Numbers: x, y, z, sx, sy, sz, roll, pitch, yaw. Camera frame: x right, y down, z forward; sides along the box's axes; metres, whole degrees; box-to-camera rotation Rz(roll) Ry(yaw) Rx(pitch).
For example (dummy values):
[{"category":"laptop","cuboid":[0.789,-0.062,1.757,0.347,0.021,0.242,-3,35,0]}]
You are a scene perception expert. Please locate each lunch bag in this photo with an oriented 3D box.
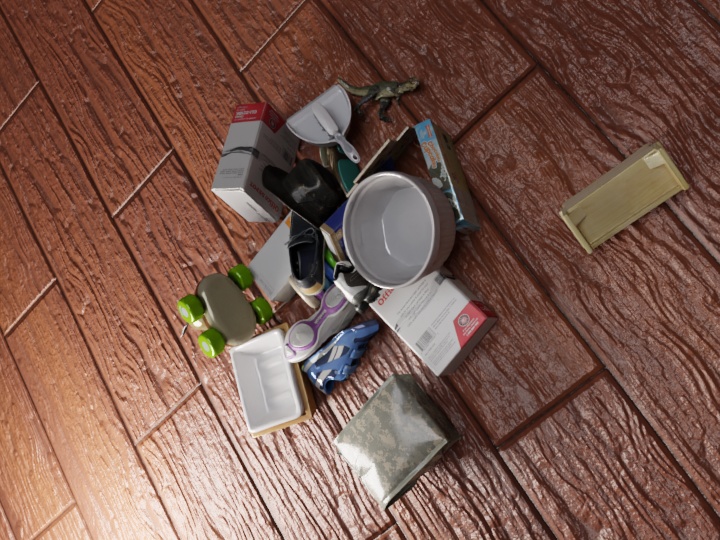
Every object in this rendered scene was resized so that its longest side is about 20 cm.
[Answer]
[{"category":"lunch bag","cuboid":[0.062,0.322,1.309,0.200,0.117,0.164,-46,69,11]}]

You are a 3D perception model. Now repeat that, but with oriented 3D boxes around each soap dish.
[{"category":"soap dish","cuboid":[-0.181,0.230,1.460,0.156,0.081,0.203,-23,76,24]}]

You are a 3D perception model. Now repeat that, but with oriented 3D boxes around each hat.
[{"category":"hat","cuboid":[-0.093,-0.164,1.365,0.201,0.199,0.081,48,116,22]}]

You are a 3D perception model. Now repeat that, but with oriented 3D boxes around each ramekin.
[{"category":"ramekin","cuboid":[0.076,-0.074,1.230,0.198,0.104,0.204,7,102,38]}]

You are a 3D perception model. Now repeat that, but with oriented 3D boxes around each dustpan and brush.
[{"category":"dustpan and brush","cuboid":[-0.054,-0.280,1.392,0.139,0.057,0.201,-35,72,-1]}]

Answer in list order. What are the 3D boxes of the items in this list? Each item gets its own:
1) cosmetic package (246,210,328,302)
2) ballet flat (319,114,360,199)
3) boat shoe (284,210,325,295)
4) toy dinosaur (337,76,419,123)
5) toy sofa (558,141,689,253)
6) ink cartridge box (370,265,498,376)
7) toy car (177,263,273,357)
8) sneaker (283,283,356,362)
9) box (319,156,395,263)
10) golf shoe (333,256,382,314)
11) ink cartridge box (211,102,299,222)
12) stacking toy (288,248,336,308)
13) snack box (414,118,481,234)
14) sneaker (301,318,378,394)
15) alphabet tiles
[{"category":"cosmetic package","cuboid":[-0.140,-0.041,1.469,0.102,0.071,0.201,46,106,22]},{"category":"ballet flat","cuboid":[-0.050,-0.224,1.449,0.072,0.067,0.203,-30,72,42]},{"category":"boat shoe","cuboid":[-0.109,-0.052,1.366,0.073,0.062,0.203,-16,63,18]},{"category":"toy dinosaur","cuboid":[0.031,-0.354,1.425,0.197,0.047,0.090,8,75,28]},{"category":"toy sofa","cuboid":[0.443,-0.124,1.184,0.199,0.098,0.083,-37,95,19]},{"category":"ink cartridge box","cuboid":[0.135,0.075,1.311,0.200,0.083,0.145,45,106,23]},{"category":"toy car","cuboid":[-0.315,0.100,1.486,0.199,0.164,0.159,-27,95,52]},{"category":"sneaker","cuboid":[-0.069,0.115,1.395,0.200,0.099,0.075,-45,57,6]},{"category":"box","cuboid":[0.013,-0.111,1.329,0.032,0.122,0.200,34,73,28]},{"category":"golf shoe","cuboid":[0.000,0.000,1.322,0.094,0.200,0.078,36,109,-7]},{"category":"ink cartridge box","cuboid":[-0.214,-0.220,1.445,0.082,0.144,0.203,1,67,27]},{"category":"stacking toy","cuboid":[-0.049,-0.020,1.412,0.200,0.085,0.086,-43,68,0]},{"category":"snack box","cuboid":[0.164,-0.173,1.301,0.037,0.116,0.203,-22,76,23]},{"category":"sneaker","cuboid":[-0.028,0.171,1.396,0.200,0.074,0.083,-42,71,25]},{"category":"alphabet tiles","cuboid":[0.043,-0.206,1.323,0.008,0.200,0.168,42,105,4]}]
